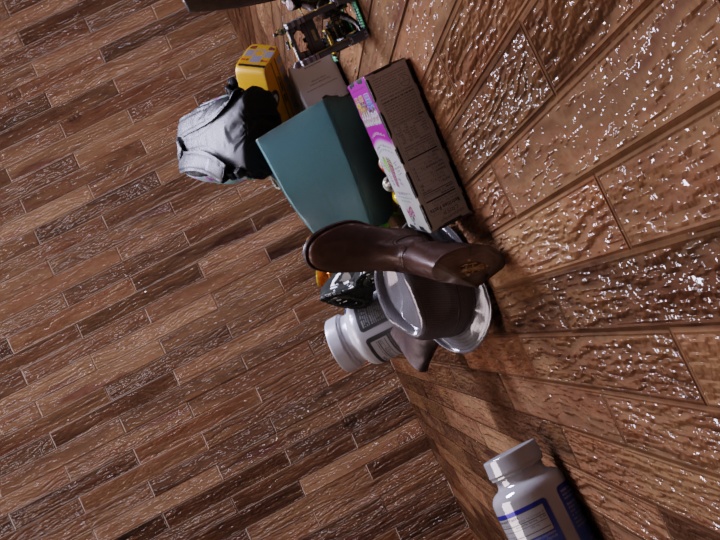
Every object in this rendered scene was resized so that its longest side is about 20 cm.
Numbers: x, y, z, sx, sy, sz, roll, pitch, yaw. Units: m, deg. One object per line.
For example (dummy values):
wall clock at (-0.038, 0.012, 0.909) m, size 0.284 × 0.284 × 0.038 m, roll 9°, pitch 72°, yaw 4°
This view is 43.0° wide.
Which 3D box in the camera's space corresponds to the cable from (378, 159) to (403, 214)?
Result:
cable at (0.048, -0.136, 1.398) m, size 0.200 × 0.050 × 0.099 m, roll 108°, pitch 138°, yaw -83°

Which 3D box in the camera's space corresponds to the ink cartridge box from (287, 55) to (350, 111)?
ink cartridge box at (-0.048, -0.261, 1.596) m, size 0.203 × 0.083 × 0.146 m, roll 64°, pitch 176°, yaw 1°

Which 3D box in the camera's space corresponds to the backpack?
backpack at (-0.219, -0.210, 1.520) m, size 0.198 × 0.125 × 0.171 m, roll -6°, pitch 77°, yaw 45°

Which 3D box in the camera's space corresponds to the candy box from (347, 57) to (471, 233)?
candy box at (0.058, -0.153, 1.134) m, size 0.136 × 0.060 × 0.203 m, roll -142°, pitch 28°, yaw -79°

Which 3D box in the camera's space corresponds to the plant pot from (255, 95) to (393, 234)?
plant pot at (-0.037, -0.148, 1.430) m, size 0.203 × 0.140 × 0.141 m, roll 65°, pitch -153°, yaw 0°

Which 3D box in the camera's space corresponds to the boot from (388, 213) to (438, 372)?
boot at (0.075, 0.032, 1.393) m, size 0.201 × 0.071 × 0.168 m, roll 53°, pitch 131°, yaw 36°

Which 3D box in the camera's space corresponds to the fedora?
fedora at (0.083, 0.026, 1.247) m, size 0.202 × 0.089 × 0.177 m, roll 64°, pitch 148°, yaw 19°

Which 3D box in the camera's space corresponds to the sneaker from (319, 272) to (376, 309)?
sneaker at (0.000, 0.000, 1.426) m, size 0.199 × 0.075 × 0.092 m, roll -32°, pitch 48°, yaw 51°

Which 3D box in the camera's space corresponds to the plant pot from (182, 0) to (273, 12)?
plant pot at (-0.187, -0.471, 1.364) m, size 0.189 × 0.197 × 0.187 m, roll 63°, pitch 175°, yaw 11°

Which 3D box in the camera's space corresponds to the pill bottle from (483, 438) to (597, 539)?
pill bottle at (0.251, 0.343, 1.264) m, size 0.112 × 0.111 × 0.203 m, roll 86°, pitch 159°, yaw -77°

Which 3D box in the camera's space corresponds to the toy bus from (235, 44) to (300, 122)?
toy bus at (-0.153, -0.286, 1.589) m, size 0.064 × 0.079 × 0.202 m, roll 10°, pitch 144°, yaw 25°

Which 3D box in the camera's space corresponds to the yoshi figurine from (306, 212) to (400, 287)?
yoshi figurine at (0.011, -0.043, 1.565) m, size 0.112 × 0.196 × 0.114 m, roll -9°, pitch -92°, yaw -77°

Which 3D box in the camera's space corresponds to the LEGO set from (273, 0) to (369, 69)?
LEGO set at (-0.078, -0.360, 1.224) m, size 0.202 × 0.114 × 0.154 m, roll 67°, pitch 174°, yaw -26°

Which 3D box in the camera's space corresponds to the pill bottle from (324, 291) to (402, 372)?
pill bottle at (0.047, 0.083, 1.505) m, size 0.117 × 0.198 × 0.117 m, roll 54°, pitch -161°, yaw -28°

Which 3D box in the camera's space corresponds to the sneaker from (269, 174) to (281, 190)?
sneaker at (-0.115, -0.170, 1.620) m, size 0.200 × 0.088 × 0.069 m, roll 21°, pitch -105°, yaw -86°

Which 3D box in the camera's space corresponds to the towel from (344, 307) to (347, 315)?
towel at (0.063, 0.099, 1.664) m, size 0.049 × 0.198 × 0.113 m, roll -51°, pitch 58°, yaw 36°

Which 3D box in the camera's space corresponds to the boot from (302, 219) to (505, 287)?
boot at (0.049, -0.015, 1.076) m, size 0.199 × 0.183 × 0.066 m, roll 24°, pitch 119°, yaw 61°
